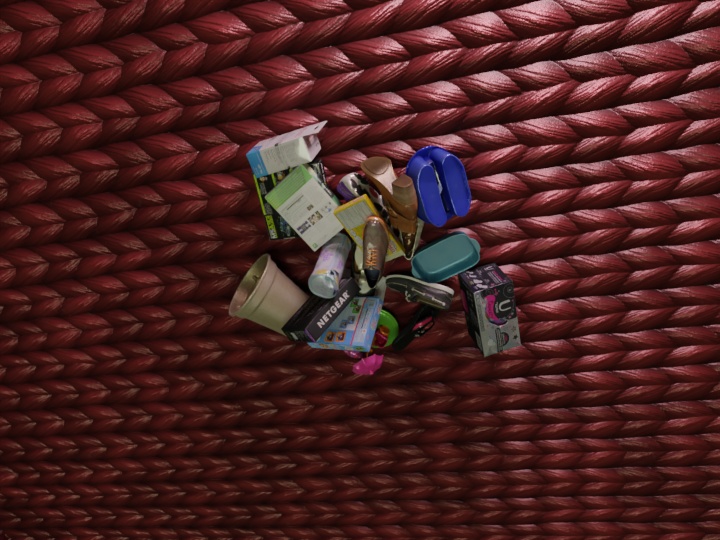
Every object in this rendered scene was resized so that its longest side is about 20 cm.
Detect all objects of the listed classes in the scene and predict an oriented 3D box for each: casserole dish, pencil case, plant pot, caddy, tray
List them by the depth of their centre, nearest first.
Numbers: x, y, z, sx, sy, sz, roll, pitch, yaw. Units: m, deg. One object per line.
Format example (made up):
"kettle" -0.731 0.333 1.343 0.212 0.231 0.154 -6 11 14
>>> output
"caddy" 0.191 -0.208 1.388 0.139 0.105 0.203 -23 113 -6
"pencil case" -0.079 -0.019 1.479 0.082 0.202 0.092 18 128 -2
"casserole dish" 0.228 -0.039 1.495 0.197 0.039 0.121 -26 125 22
"plant pot" -0.246 0.086 1.583 0.182 0.202 0.200 34 119 -22
"tray" -0.025 0.051 1.607 0.196 0.022 0.109 12 119 3

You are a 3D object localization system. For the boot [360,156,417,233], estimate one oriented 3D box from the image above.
"boot" 0.072 -0.189 1.405 0.073 0.200 0.156 -29 136 -16

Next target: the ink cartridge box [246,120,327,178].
"ink cartridge box" -0.173 -0.305 1.393 0.196 0.117 0.069 -13 116 17

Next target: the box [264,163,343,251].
"box" -0.134 -0.167 1.456 0.143 0.037 0.200 -35 110 23

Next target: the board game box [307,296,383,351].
"board game box" -0.044 0.146 1.553 0.197 0.154 0.037 -1 148 34

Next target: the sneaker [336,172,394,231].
"sneaker" 0.017 -0.171 1.468 0.200 0.081 0.083 48 140 -16

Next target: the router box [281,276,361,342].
"router box" -0.107 0.105 1.495 0.051 0.200 0.148 51 152 -18

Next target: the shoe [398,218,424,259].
"shoe" 0.138 -0.124 1.469 0.068 0.054 0.204 7 118 6

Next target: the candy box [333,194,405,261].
"candy box" 0.025 -0.100 1.437 0.101 0.027 0.201 -22 124 26

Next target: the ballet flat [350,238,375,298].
"ballet flat" 0.000 0.000 1.533 0.066 0.069 0.204 -5 107 10

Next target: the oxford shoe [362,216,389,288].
"oxford shoe" 0.037 -0.043 1.417 0.070 0.074 0.203 3 130 8

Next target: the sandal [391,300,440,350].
"sandal" 0.172 0.162 1.581 0.201 0.045 0.075 -49 135 7

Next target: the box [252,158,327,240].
"box" -0.177 -0.188 1.496 0.189 0.048 0.204 -5 117 15

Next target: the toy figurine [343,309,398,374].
"toy figurine" 0.006 0.207 1.581 0.198 0.185 0.151 31 124 -9

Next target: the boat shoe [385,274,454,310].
"boat shoe" 0.158 0.063 1.536 0.196 0.061 0.074 14 161 12

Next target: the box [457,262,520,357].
"box" 0.350 0.105 1.494 0.112 0.133 0.203 -17 115 -3
